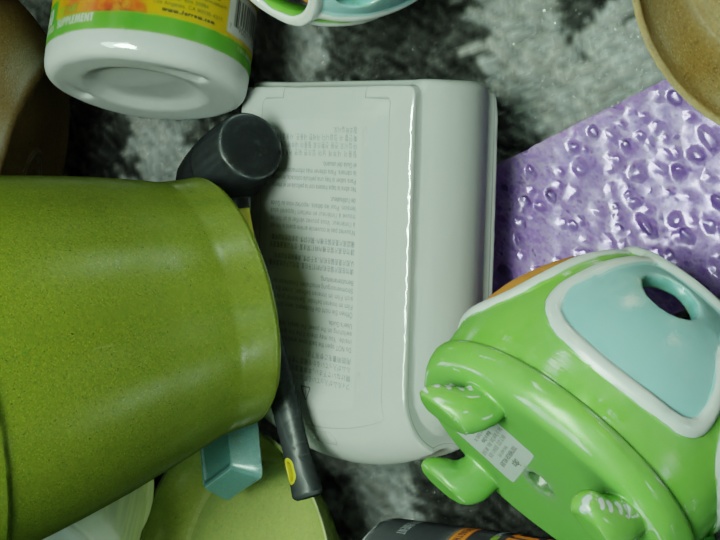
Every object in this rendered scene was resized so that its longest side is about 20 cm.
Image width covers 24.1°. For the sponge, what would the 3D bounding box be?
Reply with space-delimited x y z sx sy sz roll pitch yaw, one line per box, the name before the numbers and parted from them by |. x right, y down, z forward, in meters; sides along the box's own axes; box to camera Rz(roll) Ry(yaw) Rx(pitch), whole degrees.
sponge | 0.134 -0.025 0.872 0.199 0.030 0.112 -26 80 27

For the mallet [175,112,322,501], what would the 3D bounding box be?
mallet | -0.056 0.021 0.886 0.066 0.041 0.201 -19 80 59

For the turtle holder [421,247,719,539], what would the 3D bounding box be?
turtle holder | 0.124 0.071 0.771 0.185 0.141 0.132 28 65 37

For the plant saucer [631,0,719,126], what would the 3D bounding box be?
plant saucer | 0.220 -0.152 0.772 0.199 0.036 0.201 1 119 1

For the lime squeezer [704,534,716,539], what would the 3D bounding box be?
lime squeezer | 0.196 0.077 0.849 0.070 0.038 0.201 22 104 -7

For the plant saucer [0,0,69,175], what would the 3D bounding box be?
plant saucer | -0.204 -0.053 0.961 0.035 0.200 0.202 13 100 3

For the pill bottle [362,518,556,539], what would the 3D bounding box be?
pill bottle | 0.096 0.190 0.862 0.199 0.106 0.107 3 94 27

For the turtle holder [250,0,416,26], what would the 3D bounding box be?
turtle holder | -0.002 -0.200 0.834 0.141 0.132 0.185 45 156 -6

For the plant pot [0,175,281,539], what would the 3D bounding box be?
plant pot | -0.149 0.036 0.827 0.200 0.192 0.202 36 133 52

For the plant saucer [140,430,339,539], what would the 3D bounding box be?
plant saucer | -0.065 0.189 0.956 0.199 0.031 0.202 -12 74 51

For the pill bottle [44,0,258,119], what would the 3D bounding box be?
pill bottle | -0.106 -0.194 0.928 0.110 0.111 0.201 -1 75 28

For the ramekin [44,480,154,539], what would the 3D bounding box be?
ramekin | -0.216 0.147 0.957 0.202 0.202 0.094 -43 31 23

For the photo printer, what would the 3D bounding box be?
photo printer | 0.000 0.000 0.896 0.166 0.069 0.202 6 96 52

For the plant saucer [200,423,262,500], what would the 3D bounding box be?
plant saucer | -0.081 0.024 0.948 0.070 0.019 0.201 139 129 -63
